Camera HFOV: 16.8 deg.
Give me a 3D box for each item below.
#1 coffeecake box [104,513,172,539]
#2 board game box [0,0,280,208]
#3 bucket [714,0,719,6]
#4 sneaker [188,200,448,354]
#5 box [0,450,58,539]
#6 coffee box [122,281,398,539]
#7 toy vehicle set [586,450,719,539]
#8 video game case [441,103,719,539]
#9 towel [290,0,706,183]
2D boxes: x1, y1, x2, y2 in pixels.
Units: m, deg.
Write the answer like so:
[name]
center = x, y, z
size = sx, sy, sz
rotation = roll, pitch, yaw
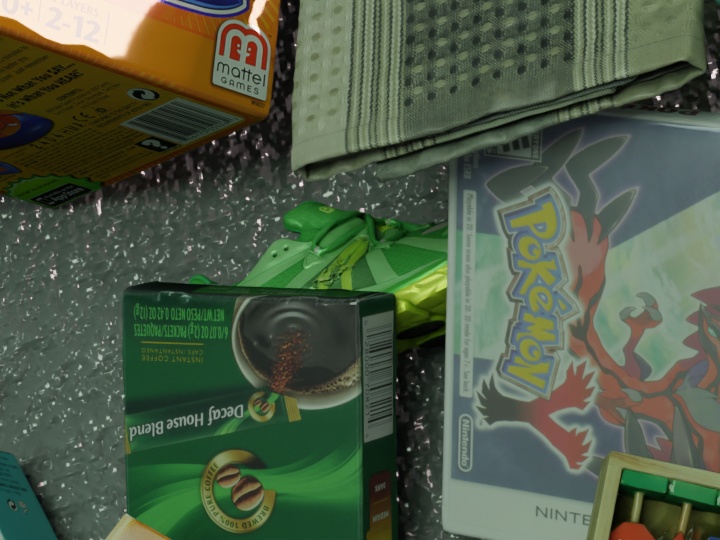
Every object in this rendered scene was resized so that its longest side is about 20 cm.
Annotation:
[coffeecake box]
center = -0.058, 0.215, 0.984
size = 0.199, 0.073, 0.154
rotation = 26, 64, 27
[board game box]
center = -0.169, -0.167, 1.146
size = 0.199, 0.199, 0.202
rotation = -17, 63, 51
[bucket]
center = 0.238, -0.146, 0.993
size = 0.206, 0.134, 0.209
rotation = -29, 45, 34
[sneaker]
center = 0.000, 0.000, 1.126
size = 0.199, 0.074, 0.084
rotation = -20, 70, 17
[box]
center = -0.163, 0.184, 1.144
size = 0.082, 0.049, 0.201
rotation = -42, 61, 18
[coffee box]
center = -0.044, 0.108, 1.087
size = 0.122, 0.044, 0.202
rotation = 3, 96, 23
[toy vehicle set]
center = 0.182, 0.154, 0.969
size = 0.198, 0.027, 0.125
rotation = 12, 76, -1
[video game case]
center = 0.121, 0.031, 1.028
size = 0.181, 0.023, 0.202
rotation = 8, 108, 23
[towel]
center = 0.057, -0.136, 1.034
size = 0.191, 0.035, 0.201
rotation = -13, 56, 26
